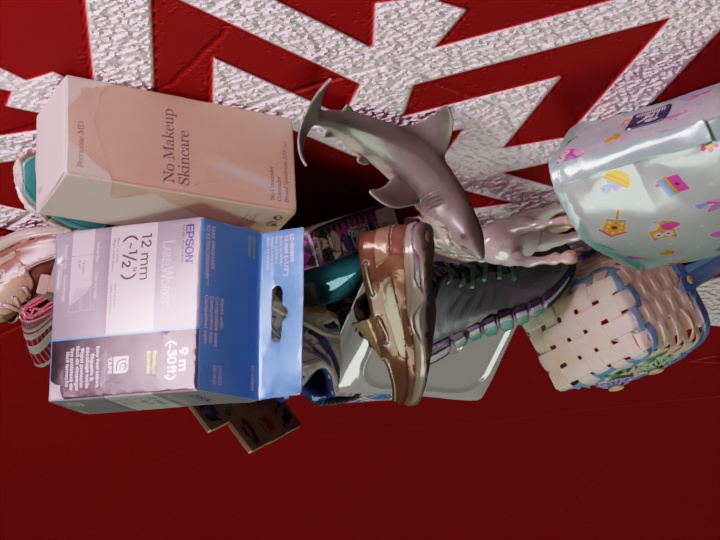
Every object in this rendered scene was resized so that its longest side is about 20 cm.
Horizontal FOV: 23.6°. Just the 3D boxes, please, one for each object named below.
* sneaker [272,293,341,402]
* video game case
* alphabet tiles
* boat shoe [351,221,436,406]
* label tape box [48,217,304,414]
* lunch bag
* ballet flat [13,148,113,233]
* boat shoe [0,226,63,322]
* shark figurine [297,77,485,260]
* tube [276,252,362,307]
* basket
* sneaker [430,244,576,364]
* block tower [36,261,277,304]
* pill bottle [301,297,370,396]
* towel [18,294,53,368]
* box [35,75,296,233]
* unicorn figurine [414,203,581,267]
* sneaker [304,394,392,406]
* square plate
[{"bbox_3d":[-0.082,0.074,1.588,0.075,0.088,0.200,-21,158,37],"label":"sneaker"},{"bbox_3d":[-0.088,-0.010,1.564,0.200,0.036,0.181,-16,-176,26],"label":"video game case"},{"bbox_3d":[-0.137,0.077,1.596,0.008,0.200,0.167,-41,171,25],"label":"alphabet tiles"},{"bbox_3d":[0.029,0.037,1.551,0.072,0.076,0.200,3,126,7],"label":"boat shoe"},{"bbox_3d":[-0.148,0.034,1.384,0.200,0.144,0.066,-6,163,22],"label":"label tape box"},{"bbox_3d":[0.265,-0.082,1.445,0.170,0.122,0.200,-14,160,25],"label":"lunch bag"},{"bbox_3d":[-0.222,-0.058,1.500,0.200,0.072,0.072,15,150,-36],"label":"ballet flat"},{"bbox_3d":[-0.330,0.015,1.608,0.200,0.072,0.076,-17,155,10],"label":"boat shoe"},{"bbox_3d":[0.031,-0.110,1.432,0.214,0.128,0.089,34,114,-29],"label":"shark figurine"},{"bbox_3d":[0.000,0.000,1.685,0.200,0.050,0.077,-13,156,1],"label":"tube"},{"bbox_3d":[0.264,0.038,1.720,0.176,0.139,0.200,-29,-178,43],"label":"basket"},{"bbox_3d":[0.107,0.015,1.620,0.200,0.074,0.088,-30,129,-2],"label":"sneaker"},{"bbox_3d":[-0.174,0.013,1.468,0.200,0.058,0.054,6,163,23],"label":"block tower"},{"bbox_3d":[-0.034,0.073,1.766,0.200,0.112,0.112,1,156,-12],"label":"pill bottle"},{"bbox_3d":[-0.254,0.031,1.630,0.144,0.023,0.200,-35,171,-15],"label":"towel"},{"bbox_3d":[-0.159,-0.086,1.406,0.200,0.095,0.078,8,154,-27],"label":"box"},{"bbox_3d":[0.140,-0.035,1.561,0.137,0.074,0.200,-3,173,30],"label":"unicorn figurine"},{"bbox_3d":[0.032,0.108,1.928,0.200,0.076,0.077,-4,179,1],"label":"sneaker"},{"bbox_3d":[0.078,0.052,1.701,0.200,0.028,0.198,6,123,-31],"label":"square plate"}]
